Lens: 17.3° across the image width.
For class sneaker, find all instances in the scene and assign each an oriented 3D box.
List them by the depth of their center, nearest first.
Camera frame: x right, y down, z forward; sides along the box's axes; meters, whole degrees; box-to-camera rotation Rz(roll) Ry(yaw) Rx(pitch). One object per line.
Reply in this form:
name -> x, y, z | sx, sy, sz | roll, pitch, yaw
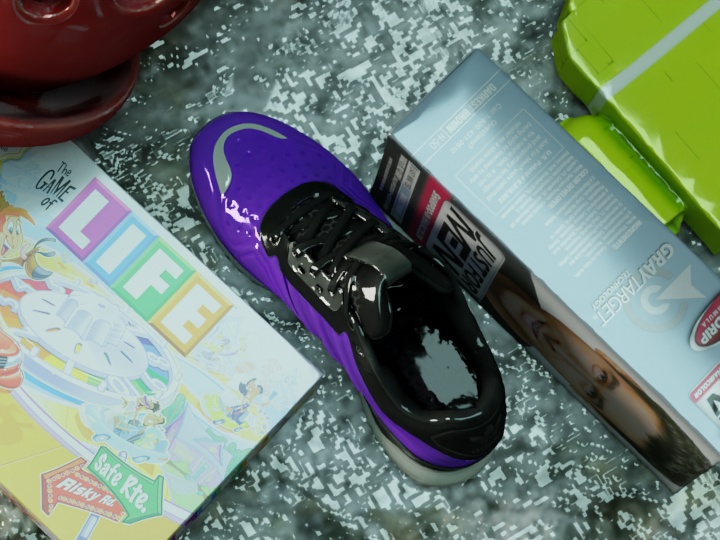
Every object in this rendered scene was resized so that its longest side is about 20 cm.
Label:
sneaker -> 0.001, 0.000, 1.043 | 0.069, 0.100, 0.200 | -38, 82, -14

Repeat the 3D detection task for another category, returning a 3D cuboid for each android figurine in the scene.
android figurine -> 0.172, -0.093, 1.110 | 0.182, 0.041, 0.200 | -41, 83, -12

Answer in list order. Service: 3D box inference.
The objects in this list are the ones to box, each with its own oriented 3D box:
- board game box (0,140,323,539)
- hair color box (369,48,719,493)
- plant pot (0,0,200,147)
board game box -> -0.135, 0.030, 1.060 | 0.200, 0.034, 0.134 | 42, 77, 6
hair color box -> 0.097, 0.003, 1.051 | 0.200, 0.099, 0.061 | 44, 77, 7
plant pot -> -0.146, -0.170, 1.011 | 0.200, 0.183, 0.201 | 22, 37, -18
